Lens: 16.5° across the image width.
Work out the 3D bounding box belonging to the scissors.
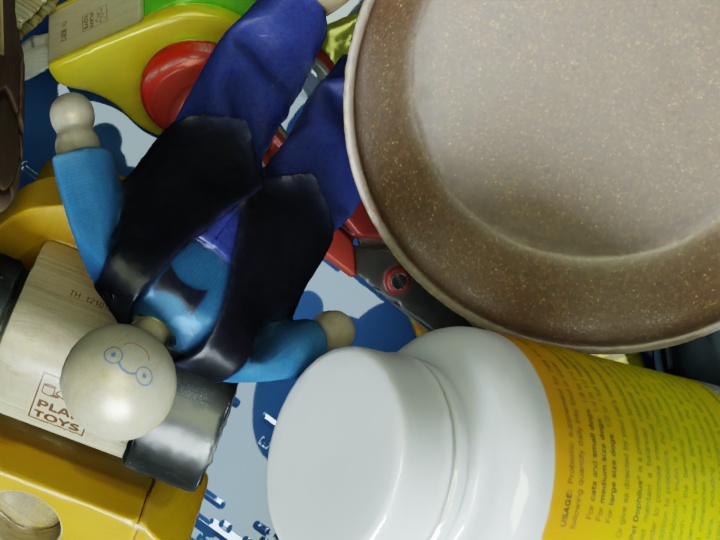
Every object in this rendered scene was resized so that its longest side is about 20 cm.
[{"bbox_3d":[0.000,0.000,0.970,0.073,0.014,0.200,-39,110,-15],"label":"scissors"}]

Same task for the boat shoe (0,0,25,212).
[{"bbox_3d":[-0.163,-0.121,0.898,0.074,0.075,0.204,-1,79,11],"label":"boat shoe"}]

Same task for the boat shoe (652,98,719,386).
[{"bbox_3d":[0.121,-0.032,0.976,0.084,0.068,0.201,-15,103,-42],"label":"boat shoe"}]

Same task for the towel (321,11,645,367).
[{"bbox_3d":[0.051,-0.017,1.014,0.086,0.018,0.201,-20,92,-6],"label":"towel"}]

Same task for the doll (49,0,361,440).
[{"bbox_3d":[-0.050,-0.024,0.885,0.136,0.048,0.201,35,61,-11],"label":"doll"}]

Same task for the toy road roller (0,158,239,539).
[{"bbox_3d":[-0.112,0.049,0.968,0.122,0.146,0.201,21,127,-4],"label":"toy road roller"}]

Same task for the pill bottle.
[{"bbox_3d":[0.068,0.083,0.899,0.199,0.109,0.110,14,90,-36],"label":"pill bottle"}]

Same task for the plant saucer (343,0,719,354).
[{"bbox_3d":[0.091,-0.068,0.893,0.199,0.037,0.201,-2,114,-5],"label":"plant saucer"}]

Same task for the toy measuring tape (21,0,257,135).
[{"bbox_3d":[-0.100,-0.072,0.987,0.199,0.074,0.074,-22,92,14],"label":"toy measuring tape"}]

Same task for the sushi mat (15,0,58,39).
[{"bbox_3d":[-0.201,-0.160,0.966,0.199,0.096,0.012,32,130,-3],"label":"sushi mat"}]
